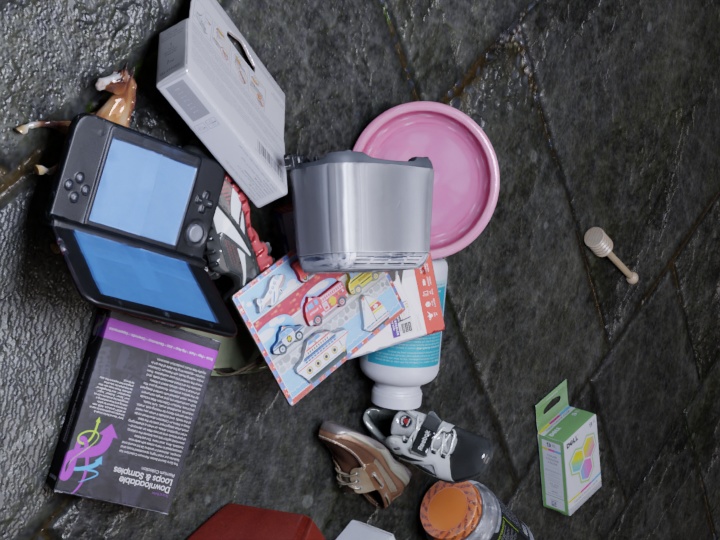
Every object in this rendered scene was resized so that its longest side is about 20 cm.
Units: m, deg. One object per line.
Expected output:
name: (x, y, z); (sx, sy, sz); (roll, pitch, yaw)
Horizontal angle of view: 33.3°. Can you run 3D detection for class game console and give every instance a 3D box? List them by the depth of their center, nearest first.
game console: (-0.202, -0.044, 1.206); (0.198, 0.118, 0.175); (18, 88, -46)

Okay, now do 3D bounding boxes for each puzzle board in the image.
puzzle board: (-0.044, 0.039, 1.425); (0.199, 0.017, 0.152); (-38, 110, -27)

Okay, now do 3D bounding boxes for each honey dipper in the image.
honey dipper: (0.443, -0.018, 2.099); (0.200, 0.038, 0.038); (37, 72, -49)

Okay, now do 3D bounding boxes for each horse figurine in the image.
horse figurine: (-0.272, -0.097, 1.242); (0.132, 0.049, 0.203); (-30, 120, -35)

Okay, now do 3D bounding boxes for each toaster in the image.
toaster: (-0.001, -0.064, 1.372); (0.198, 0.113, 0.132); (0, 86, -44)

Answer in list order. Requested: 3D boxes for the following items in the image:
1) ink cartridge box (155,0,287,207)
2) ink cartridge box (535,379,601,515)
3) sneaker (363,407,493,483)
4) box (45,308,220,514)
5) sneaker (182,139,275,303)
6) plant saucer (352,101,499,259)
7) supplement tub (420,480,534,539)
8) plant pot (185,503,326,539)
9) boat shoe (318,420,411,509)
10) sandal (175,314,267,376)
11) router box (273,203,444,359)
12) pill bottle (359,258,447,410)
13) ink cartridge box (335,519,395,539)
ink cartridge box: (-0.149, -0.198, 1.334); (0.201, 0.044, 0.178); (52, 24, -41)
ink cartridge box: (0.355, 0.302, 2.057); (0.103, 0.059, 0.203); (-30, 121, -41)
sneaker: (0.083, 0.228, 1.616); (0.089, 0.198, 0.075); (45, 62, -43)
box: (-0.247, 0.154, 1.320); (0.142, 0.036, 0.203); (21, 83, -34)
sneaker: (-0.166, -0.047, 1.359); (0.098, 0.070, 0.203); (-47, 132, -34)
plant saucer: (0.082, -0.117, 1.564); (0.051, 0.197, 0.204); (-47, 142, -79)
supplement tub: (0.176, 0.397, 1.825); (0.200, 0.121, 0.124); (48, 64, -44)
plant pot: (-0.123, 0.396, 1.443); (0.178, 0.197, 0.201); (-62, 138, -36)
boat shoe: (0.002, 0.268, 1.632); (0.200, 0.075, 0.073); (44, 69, -43)
sandal: (-0.144, 0.092, 1.429); (0.199, 0.057, 0.081); (-12, 106, -46)
router box: (0.000, 0.000, 1.499); (0.177, 0.049, 0.203); (-17, 105, -15)
pill bottle: (0.056, 0.080, 1.617); (0.110, 0.110, 0.204); (-5, 102, -48)
ink cartridge box: (0.004, 0.471, 1.674); (0.145, 0.083, 0.202); (-45, 129, -32)
